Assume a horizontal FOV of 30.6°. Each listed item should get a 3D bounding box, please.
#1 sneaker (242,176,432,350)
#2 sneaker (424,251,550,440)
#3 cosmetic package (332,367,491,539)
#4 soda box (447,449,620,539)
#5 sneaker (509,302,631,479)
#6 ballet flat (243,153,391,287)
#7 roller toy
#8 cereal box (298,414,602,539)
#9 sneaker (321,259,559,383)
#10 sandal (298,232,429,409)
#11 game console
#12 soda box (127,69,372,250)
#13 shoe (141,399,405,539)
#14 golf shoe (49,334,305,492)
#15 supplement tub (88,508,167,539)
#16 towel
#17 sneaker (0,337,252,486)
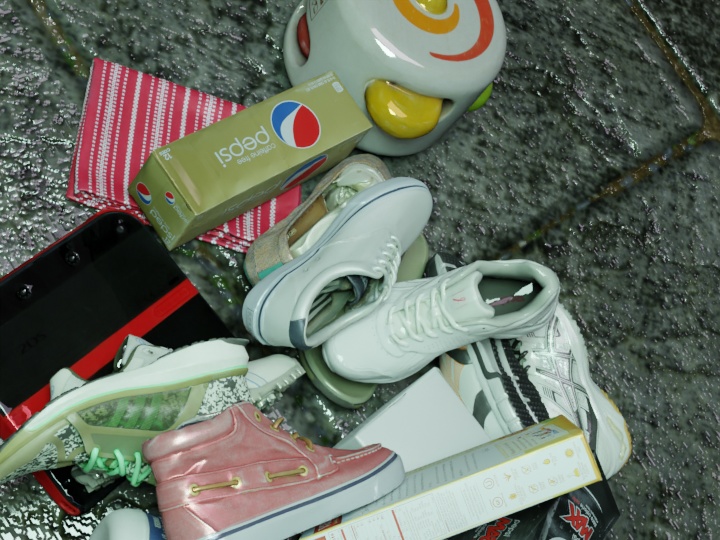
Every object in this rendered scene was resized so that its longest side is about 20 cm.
[{"bbox_3d":[0.000,0.000,1.031,0.071,0.073,0.200,23,53,38],"label":"sneaker"},{"bbox_3d":[0.088,0.075,1.119,0.074,0.080,0.201,17,45,-45],"label":"sneaker"},{"bbox_3d":[0.071,0.193,1.043,0.107,0.085,0.200,-33,83,-37],"label":"cosmetic package"},{"bbox_3d":[0.107,0.209,0.945,0.200,0.071,0.064,-41,116,-41],"label":"soda box"},{"bbox_3d":[0.156,0.098,1.146,0.087,0.076,0.200,-25,78,-36],"label":"sneaker"},{"bbox_3d":[-0.016,-0.044,1.104,0.068,0.067,0.200,52,49,-11],"label":"ballet flat"},{"bbox_3d":[0.032,-0.210,1.191,0.183,0.140,0.200,49,49,4],"label":"roller toy"},{"bbox_3d":[0.060,0.155,0.912,0.199,0.144,0.040,-22,88,3],"label":"cereal box"},{"bbox_3d":[0.064,0.029,1.030,0.199,0.099,0.078,-20,79,-6],"label":"sneaker"},{"bbox_3d":[0.008,0.025,1.112,0.080,0.057,0.201,32,54,-11],"label":"sandal"},{"bbox_3d":[-0.200,0.061,1.002,0.200,0.031,0.177,-40,94,-37],"label":"game console"},{"bbox_3d":[-0.089,-0.093,1.087,0.200,0.068,0.064,-31,83,-37],"label":"soda box"},{"bbox_3d":[-0.052,0.124,0.865,0.200,0.071,0.091,-15,84,-46],"label":"shoe"},{"bbox_3d":[-0.134,0.082,0.972,0.199,0.078,0.097,-18,75,-37],"label":"golf shoe"},{"bbox_3d":[-0.096,0.254,0.881,0.199,0.144,0.145,22,56,-18],"label":"supplement tub"},{"bbox_3d":[-0.141,-0.094,1.116,0.199,0.022,0.145,16,58,-21],"label":"towel"},{"bbox_3d":[-0.149,0.113,0.874,0.199,0.077,0.089,-22,80,-22],"label":"sneaker"}]
